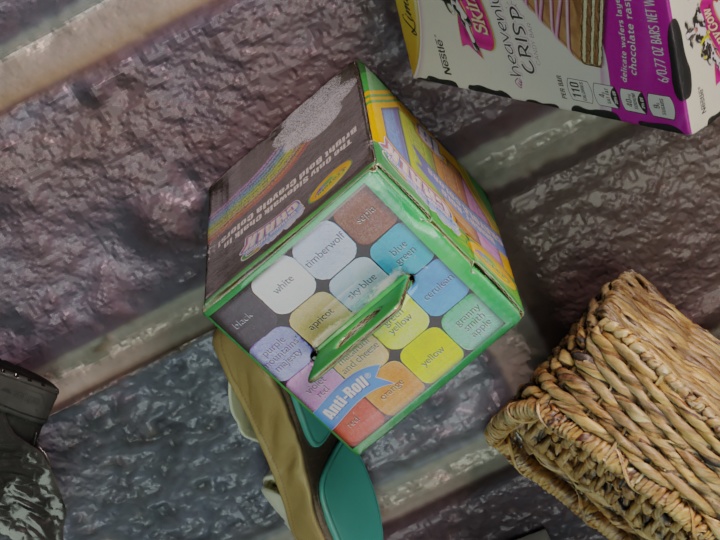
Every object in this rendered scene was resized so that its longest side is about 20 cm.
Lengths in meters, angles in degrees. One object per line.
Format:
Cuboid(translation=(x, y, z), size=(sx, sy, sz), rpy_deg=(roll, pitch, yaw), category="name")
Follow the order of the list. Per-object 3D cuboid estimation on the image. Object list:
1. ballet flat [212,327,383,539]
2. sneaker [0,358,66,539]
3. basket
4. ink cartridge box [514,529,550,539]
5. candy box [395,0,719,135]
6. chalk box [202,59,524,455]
Cuboid(translation=(-0.038, 0.108, 1.132), size=(0.063, 0.069, 0.201), rpy_deg=(-2, 119, 29), category="ballet flat")
Cuboid(translation=(-0.255, 0.093, 1.086), size=(0.199, 0.060, 0.105), rpy_deg=(22, 92, -18), category="sneaker")
Cuboid(translation=(0.176, 0.124, 1.069), size=(0.200, 0.143, 0.149), rpy_deg=(40, 109, 2), category="basket")
Cuboid(translation=(0.048, 0.262, 1.160), size=(0.199, 0.147, 0.083), rpy_deg=(-21, 115, 6), category="ink cartridge box")
Cuboid(translation=(0.096, -0.154, 0.923), size=(0.061, 0.200, 0.137), rpy_deg=(-32, 121, -30), category="candy box")
Cuboid(translation=(0.000, 0.000, 0.990), size=(0.124, 0.200, 0.124), rpy_deg=(-39, 113, 16), category="chalk box")
